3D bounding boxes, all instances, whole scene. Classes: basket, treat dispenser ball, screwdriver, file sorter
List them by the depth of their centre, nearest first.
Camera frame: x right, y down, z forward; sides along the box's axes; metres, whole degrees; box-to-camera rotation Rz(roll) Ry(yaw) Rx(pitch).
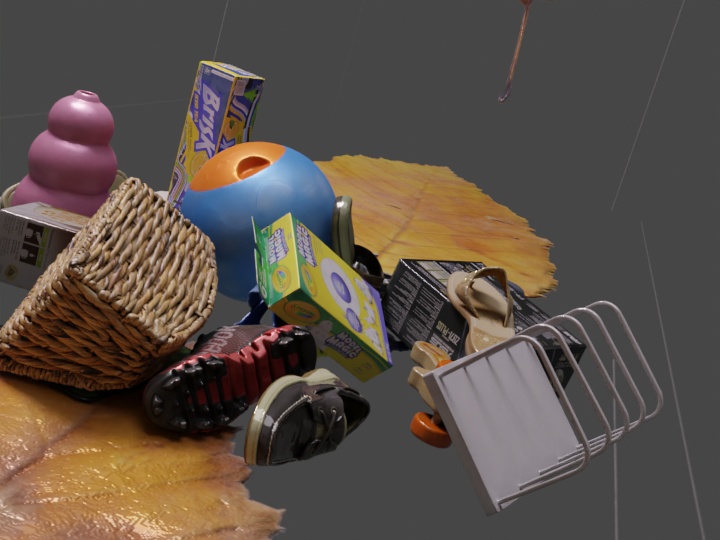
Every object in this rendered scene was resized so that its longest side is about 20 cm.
[{"bbox_3d":[0.182,0.120,1.006,0.199,0.124,0.140,-13,75,-55],"label":"file sorter"},{"bbox_3d":[-0.234,0.035,1.017,0.143,0.149,0.200,41,25,-16],"label":"basket"},{"bbox_3d":[0.075,0.095,1.311,0.199,0.029,0.028,7,17,-22],"label":"screwdriver"},{"bbox_3d":[-0.125,-0.059,1.322,0.199,0.202,0.201,15,14,-4],"label":"treat dispenser ball"}]

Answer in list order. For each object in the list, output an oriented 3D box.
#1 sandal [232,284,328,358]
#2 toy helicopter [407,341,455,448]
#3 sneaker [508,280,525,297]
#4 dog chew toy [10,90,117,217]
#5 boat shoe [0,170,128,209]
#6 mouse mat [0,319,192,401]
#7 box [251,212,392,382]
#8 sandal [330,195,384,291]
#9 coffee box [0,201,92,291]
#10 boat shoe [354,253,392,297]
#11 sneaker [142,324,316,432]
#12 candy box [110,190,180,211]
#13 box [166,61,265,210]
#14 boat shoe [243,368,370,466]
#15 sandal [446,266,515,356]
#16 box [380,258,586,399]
[{"bbox_3d":[-0.074,0.053,1.197,0.079,0.088,0.200,21,13,23],"label":"sandal"},{"bbox_3d":[0.107,0.126,1.144,0.131,0.079,0.200,18,14,-19],"label":"toy helicopter"},{"bbox_3d":[0.156,0.049,1.532,0.199,0.071,0.082,8,33,-19],"label":"sneaker"},{"bbox_3d":[-0.353,-0.119,1.291,0.124,0.201,0.125,15,15,-4],"label":"dog chew toy"},{"bbox_3d":[-0.403,-0.091,1.414,0.068,0.075,0.199,-7,5,39],"label":"boat shoe"},{"bbox_3d":[-0.263,0.078,1.053,0.160,0.008,0.200,23,15,24],"label":"mouse mat"},{"bbox_3d":[-0.044,0.024,1.149,0.200,0.048,0.118,39,28,-39],"label":"box"},{"bbox_3d":[0.000,0.000,1.289,0.057,0.202,0.080,-4,40,3],"label":"sandal"},{"bbox_3d":[-0.293,-0.008,1.175,0.199,0.080,0.114,17,10,3],"label":"coffee box"},{"bbox_3d":[0.001,0.010,1.468,0.198,0.069,0.073,23,16,23],"label":"boat shoe"},{"bbox_3d":[-0.135,0.099,0.998,0.097,0.071,0.200,5,16,39],"label":"sneaker"},{"bbox_3d":[-0.266,-0.058,1.442,0.136,0.061,0.200,24,17,25],"label":"candy box"},{"bbox_3d":[-0.195,-0.173,1.419,0.070,0.201,0.064,26,17,29],"label":"box"},{"bbox_3d":[-0.042,0.134,0.959,0.066,0.072,0.201,15,9,16],"label":"boat shoe"},{"bbox_3d":[0.147,0.032,1.185,0.077,0.070,0.212,14,28,-8],"label":"sandal"},{"bbox_3d":[0.146,0.074,1.298,0.163,0.087,0.200,1,31,-45],"label":"box"}]
